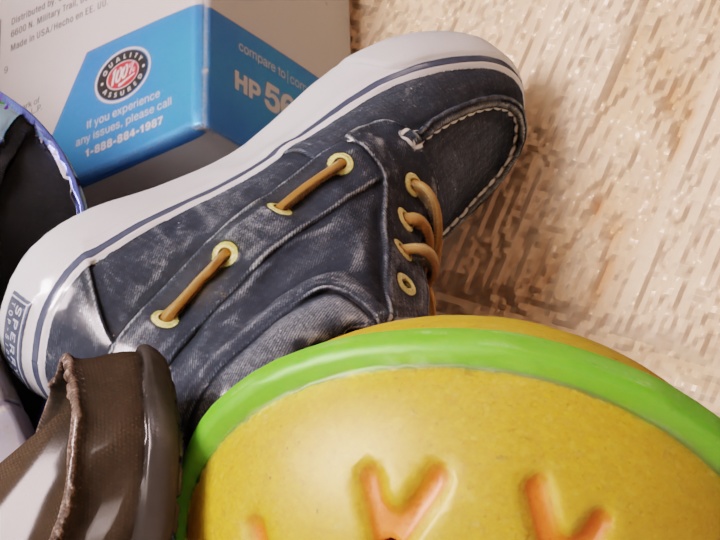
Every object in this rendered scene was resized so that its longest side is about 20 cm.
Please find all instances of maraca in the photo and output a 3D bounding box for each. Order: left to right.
[{"bbox_3d":[0.052,0.074,0.736,0.200,0.137,0.107,9,40,5],"label":"maraca"}]

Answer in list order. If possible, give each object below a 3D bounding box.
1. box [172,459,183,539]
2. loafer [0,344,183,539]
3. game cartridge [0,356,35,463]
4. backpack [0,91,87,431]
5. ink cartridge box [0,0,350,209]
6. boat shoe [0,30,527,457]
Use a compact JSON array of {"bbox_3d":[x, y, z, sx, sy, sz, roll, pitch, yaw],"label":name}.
[{"bbox_3d":[-0.090,0.155,0.847,0.143,0.036,0.200,126,161,-65],"label":"box"},{"bbox_3d":[-0.108,0.103,0.750,0.200,0.071,0.073,-62,18,14],"label":"loafer"},{"bbox_3d":[-0.191,0.060,0.813,0.200,0.038,0.130,-26,74,0],"label":"game cartridge"},{"bbox_3d":[-0.167,0.034,0.899,0.182,0.135,0.200,16,82,9],"label":"backpack"},{"bbox_3d":[-0.081,-0.095,1.004,0.146,0.084,0.200,-21,55,33],"label":"ink cartridge box"},{"bbox_3d":[0.000,0.000,0.844,0.091,0.200,0.071,30,134,33],"label":"boat shoe"}]
